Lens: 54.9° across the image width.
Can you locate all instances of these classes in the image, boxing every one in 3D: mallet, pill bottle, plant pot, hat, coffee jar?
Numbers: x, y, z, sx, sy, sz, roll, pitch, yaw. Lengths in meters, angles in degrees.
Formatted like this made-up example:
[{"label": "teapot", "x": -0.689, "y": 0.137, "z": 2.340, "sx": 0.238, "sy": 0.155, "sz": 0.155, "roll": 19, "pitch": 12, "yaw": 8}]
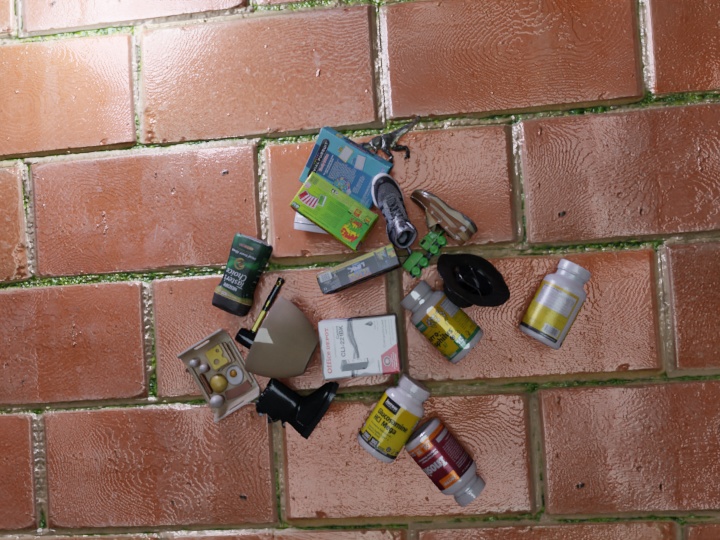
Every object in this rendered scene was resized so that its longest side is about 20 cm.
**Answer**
[{"label": "mallet", "x": -0.262, "y": 0.106, "z": 1.798, "sx": 0.065, "sy": 0.041, "sz": 0.202, "roll": 21, "pitch": 87, "yaw": 3}, {"label": "pill bottle", "x": 0.196, "y": 0.122, "z": 1.707, "sx": 0.113, "sy": 0.113, "sz": 0.200, "roll": -45, "pitch": 85, "yaw": 3}, {"label": "plant pot", "x": -0.180, "y": 0.184, "z": 1.706, "sx": 0.133, "sy": 0.200, "sz": 0.202, "roll": 26, "pitch": 92, "yaw": 3}, {"label": "hat", "x": 0.263, "y": 0.044, "z": 1.696, "sx": 0.199, "sy": 0.201, "sz": 0.081, "roll": 30, "pitch": 126, "yaw": 6}, {"label": "pill bottle", "x": 0.086, "y": 0.362, "z": 1.714, "sx": 0.112, "sy": 0.112, "sz": 0.201, "roll": 32, "pitch": 92, "yaw": 6}, {"label": "pill bottle", "x": 0.476, "y": 0.080, "z": 1.678, "sx": 0.111, "sy": 0.112, "sz": 0.202, "roll": 28, "pitch": 91, "yaw": 6}, {"label": "pill bottle", "x": 0.210, "y": 0.471, "z": 1.698, "sx": 0.113, "sy": 0.113, "sz": 0.200, "roll": -42, "pitch": 85, "yaw": 4}, {"label": "coffee jar", "x": -0.304, "y": 0.013, "z": 1.777, "sx": 0.103, "sy": 0.085, "sz": 0.202, "roll": 20, "pitch": 91, "yaw": 6}]

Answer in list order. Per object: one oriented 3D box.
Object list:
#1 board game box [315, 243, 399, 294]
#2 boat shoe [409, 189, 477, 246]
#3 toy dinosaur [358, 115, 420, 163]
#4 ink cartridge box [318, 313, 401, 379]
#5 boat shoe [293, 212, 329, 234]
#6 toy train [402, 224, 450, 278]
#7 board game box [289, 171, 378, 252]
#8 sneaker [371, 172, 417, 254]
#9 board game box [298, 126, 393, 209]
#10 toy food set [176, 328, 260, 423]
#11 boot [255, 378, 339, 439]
[{"label": "board game box", "x": 0.000, "y": 0.000, "z": 1.704, "sx": 0.198, "sy": 0.165, "sz": 0.057, "roll": -22, "pitch": 85, "yaw": 5}, {"label": "boat shoe", "x": 0.193, "y": -0.130, "z": 1.704, "sx": 0.199, "sy": 0.076, "sz": 0.074, "roll": 37, "pitch": 91, "yaw": 33}, {"label": "toy dinosaur", "x": 0.079, "y": -0.317, "z": 1.765, "sx": 0.198, "sy": 0.047, "sz": 0.089, "roll": -26, "pitch": 80, "yaw": 2}, {"label": "ink cartridge box", "x": -0.001, "y": 0.190, "z": 1.741, "sx": 0.197, "sy": 0.084, "sz": 0.146, "roll": -6, "pitch": 88, "yaw": 7}, {"label": "boat shoe", "x": -0.072, "y": -0.126, "z": 1.766, "sx": 0.197, "sy": 0.072, "sz": 0.067, "roll": 8, "pitch": 94, "yaw": 15}, {"label": "toy train", "x": 0.182, "y": -0.069, "z": 1.751, "sx": 0.056, "sy": 0.042, "sz": 0.201, "roll": 40, "pitch": 92, "yaw": 18}, {"label": "board game box", "x": -0.064, "y": -0.144, "z": 1.708, "sx": 0.199, "sy": 0.048, "sz": 0.102, "roll": 34, "pitch": 86, "yaw": 10}, {"label": "sneaker", "x": 0.089, "y": -0.136, "z": 1.690, "sx": 0.075, "sy": 0.114, "sz": 0.202, "roll": -22, "pitch": 116, "yaw": -4}, {"label": "board game box", "x": -0.037, "y": -0.247, "z": 1.749, "sx": 0.199, "sy": 0.047, "sz": 0.152, "roll": 31, "pitch": 113, "yaw": 6}, {"label": "toy food set", "x": -0.367, "y": 0.271, "z": 1.791, "sx": 0.143, "sy": 0.060, "sz": 0.201, "roll": -32, "pitch": 86, "yaw": 5}, {"label": "boot", "x": -0.162, "y": 0.319, "z": 1.734, "sx": 0.161, "sy": 0.073, "sz": 0.199, "roll": 32, "pitch": 118, "yaw": -1}]
